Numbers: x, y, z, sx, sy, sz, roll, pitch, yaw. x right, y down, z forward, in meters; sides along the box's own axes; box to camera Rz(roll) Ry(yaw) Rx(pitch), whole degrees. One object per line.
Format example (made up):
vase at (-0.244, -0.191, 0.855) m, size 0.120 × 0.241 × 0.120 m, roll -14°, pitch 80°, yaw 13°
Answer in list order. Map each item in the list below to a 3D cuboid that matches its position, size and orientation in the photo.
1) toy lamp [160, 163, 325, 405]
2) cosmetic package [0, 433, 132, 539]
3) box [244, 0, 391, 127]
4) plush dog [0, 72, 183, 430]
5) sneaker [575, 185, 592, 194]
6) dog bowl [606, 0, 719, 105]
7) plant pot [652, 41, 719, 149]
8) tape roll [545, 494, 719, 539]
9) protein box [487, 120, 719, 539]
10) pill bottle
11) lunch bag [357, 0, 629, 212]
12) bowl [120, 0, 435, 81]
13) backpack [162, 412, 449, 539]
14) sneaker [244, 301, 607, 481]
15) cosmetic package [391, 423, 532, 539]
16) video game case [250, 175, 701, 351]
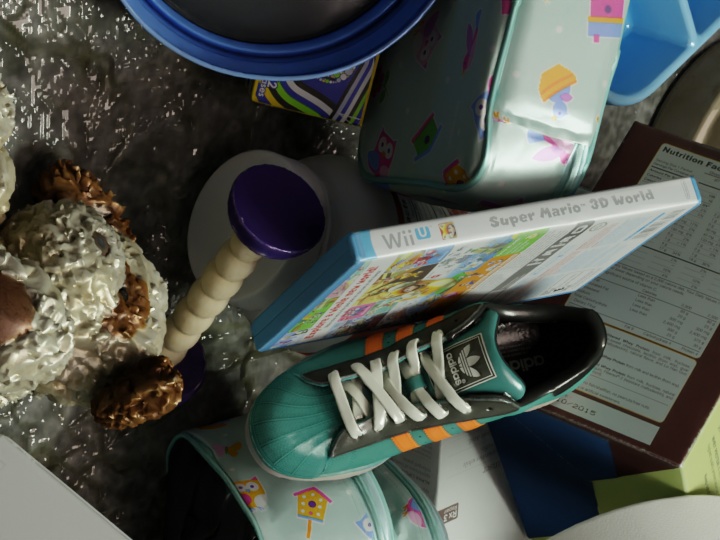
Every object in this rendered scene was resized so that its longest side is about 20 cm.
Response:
toy lamp at (-0.083, 0.019, 1.150) m, size 0.058 × 0.058 × 0.200 m, roll -16°, pitch 160°, yaw -39°
cosmetic package at (-0.192, 0.211, 1.084) m, size 0.200 × 0.123 × 0.200 m, roll -50°, pitch 175°, yaw -16°
box at (-0.008, -0.184, 1.185) m, size 0.064 × 0.070 × 0.201 m, roll 12°, pitch 100°, yaw -9°
plush dog at (-0.170, 0.015, 1.076) m, size 0.171 × 0.201 × 0.161 m, roll 13°, pitch 131°, yaw -36°
sneaker at (0.137, -0.002, 1.415) m, size 0.200 × 0.075 × 0.082 m, roll 38°, pitch 78°, yaw -47°
dog bowl at (0.187, -0.182, 1.407) m, size 0.200 × 0.049 × 0.112 m, roll -43°, pitch 132°, yaw -23°
plant pot at (0.311, -0.043, 1.499) m, size 0.199 × 0.173 × 0.201 m, roll -20°, pitch 121°, yaw -37°
tape roll at (0.150, 0.199, 1.255) m, size 0.202 × 0.037 × 0.203 m, roll -13°, pitch 143°, yaw -10°
protein box at (0.188, 0.060, 1.324) m, size 0.200 × 0.134 × 0.199 m, roll -56°, pitch 151°, yaw -22°
pill bottle at (0.000, 0.000, 1.256) m, size 0.200 × 0.112 × 0.113 m, roll 21°, pitch 92°, yaw -46°
lunch bag at (0.071, -0.131, 1.168) m, size 0.077 × 0.160 × 0.201 m, roll 15°, pitch 86°, yaw -27°
bowl at (-0.042, -0.197, 1.117) m, size 0.199 × 0.039 × 0.202 m, roll -2°, pitch 102°, yaw -10°
backpack at (-0.033, 0.174, 1.240) m, size 0.153 × 0.176 × 0.201 m, roll -20°, pitch 120°, yaw -17°
sneaker at (0.037, 0.054, 1.157) m, size 0.199 × 0.080 × 0.072 m, roll -17°, pitch 79°, yaw -21°
cosmetic package at (0.054, 0.160, 1.400) m, size 0.113 × 0.081 × 0.201 m, roll -19°, pitch 118°, yaw -41°
video game case at (0.057, -0.003, 1.137) m, size 0.199 × 0.143 × 0.018 m, roll -10°, pitch 75°, yaw -26°
